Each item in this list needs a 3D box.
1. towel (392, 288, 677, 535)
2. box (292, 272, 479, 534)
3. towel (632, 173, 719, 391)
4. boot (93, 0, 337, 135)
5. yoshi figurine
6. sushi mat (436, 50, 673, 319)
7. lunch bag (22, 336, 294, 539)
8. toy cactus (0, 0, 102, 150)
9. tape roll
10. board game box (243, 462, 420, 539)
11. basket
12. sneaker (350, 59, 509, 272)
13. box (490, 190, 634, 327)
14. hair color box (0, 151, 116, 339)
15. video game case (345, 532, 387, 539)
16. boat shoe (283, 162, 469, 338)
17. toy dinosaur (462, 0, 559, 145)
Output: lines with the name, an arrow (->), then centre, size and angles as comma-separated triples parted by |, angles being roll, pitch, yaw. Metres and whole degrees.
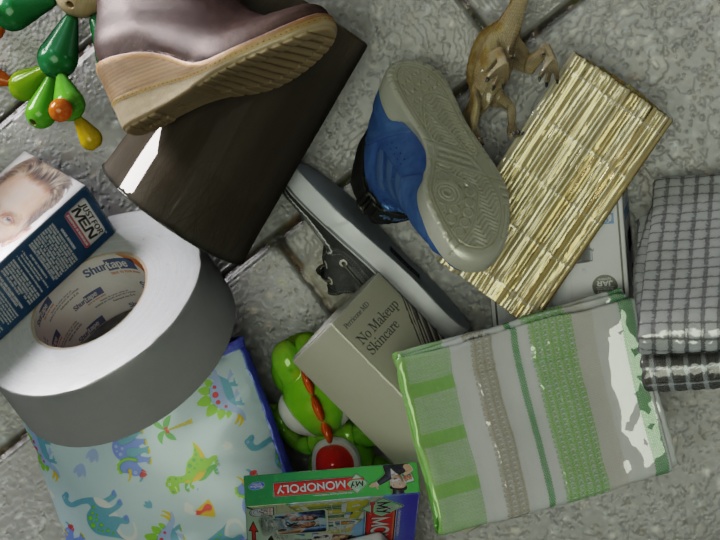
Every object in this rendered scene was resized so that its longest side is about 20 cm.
towel -> 0.135, 0.108, 1.411 | 0.199, 0.031, 0.150 | -14, 86, -14
box -> 0.049, 0.105, 1.460 | 0.200, 0.082, 0.068 | 44, 137, -2
towel -> 0.293, 0.008, 1.402 | 0.165, 0.200, 0.086 | -5, 127, 15
boot -> -0.120, -0.208, 1.376 | 0.199, 0.072, 0.167 | -20, 72, 24
yoshi figurine -> -0.023, 0.132, 1.546 | 0.112, 0.112, 0.201 | 9, 125, 49
sushi mat -> 0.151, -0.064, 1.439 | 0.096, 0.012, 0.200 | 34, 95, 11
lunch bag -> -0.156, 0.155, 1.542 | 0.199, 0.127, 0.171 | -16, 99, 24
toy cactus -> -0.248, -0.198, 1.511 | 0.199, 0.102, 0.166 | 23, 95, 13
tape roll -> -0.204, 0.045, 1.488 | 0.200, 0.201, 0.066 | -20, 130, 14
board game box -> -0.024, 0.213, 1.473 | 0.134, 0.200, 0.029 | -4, 58, -4
basket -> -0.094, -0.127, 1.461 | 0.136, 0.180, 0.200 | 32, 97, -16
sneaker -> 0.051, -0.057, 1.443 | 0.076, 0.200, 0.111 | -5, 143, -26
box -> 0.166, 0.034, 1.493 | 0.116, 0.060, 0.201 | -2, 102, 11
hair color box -> -0.307, 0.000, 1.499 | 0.200, 0.100, 0.061 | -45, 134, -18
video game case -> -0.036, 0.280, 1.530 | 0.181, 0.200, 0.022 | -15, 57, 13
boat shoe -> 0.000, 0.000, 1.516 | 0.200, 0.070, 0.066 | 44, 104, -9
toy dinosaur -> 0.111, -0.169, 1.445 | 0.058, 0.101, 0.201 | 15, 110, -25
